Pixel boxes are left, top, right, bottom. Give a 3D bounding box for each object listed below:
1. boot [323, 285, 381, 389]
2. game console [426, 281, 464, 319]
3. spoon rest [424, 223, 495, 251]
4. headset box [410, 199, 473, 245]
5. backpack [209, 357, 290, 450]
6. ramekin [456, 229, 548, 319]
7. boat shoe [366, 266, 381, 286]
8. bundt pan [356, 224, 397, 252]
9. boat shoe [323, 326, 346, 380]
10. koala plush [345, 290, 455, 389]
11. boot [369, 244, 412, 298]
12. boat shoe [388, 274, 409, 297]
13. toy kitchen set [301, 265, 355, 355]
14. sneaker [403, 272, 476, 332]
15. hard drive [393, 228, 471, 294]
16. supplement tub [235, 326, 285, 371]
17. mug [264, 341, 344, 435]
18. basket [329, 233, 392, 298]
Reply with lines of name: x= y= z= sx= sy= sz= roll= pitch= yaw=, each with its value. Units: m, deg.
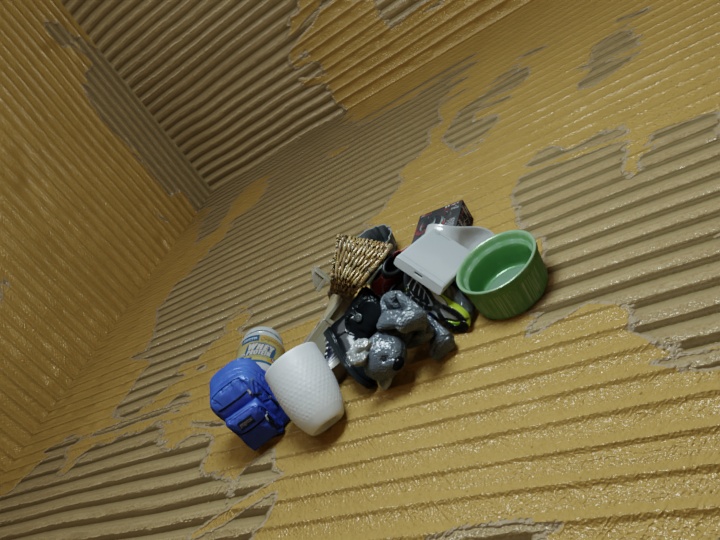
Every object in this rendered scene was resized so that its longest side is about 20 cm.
boot: x=0.016 y=0.156 z=1.499 sx=0.169 sy=0.076 sz=0.201 roll=-47 pitch=56 yaw=11
game console: x=0.146 y=0.080 z=1.594 sx=0.198 sy=0.119 sz=0.172 roll=-35 pitch=61 yaw=-5
spoon rest: x=0.255 y=-0.075 z=1.583 sx=0.195 sy=0.061 sz=0.102 roll=16 pitch=73 yaw=13
headset box: x=0.222 y=-0.088 z=1.729 sx=0.146 sy=0.076 sz=0.202 roll=-19 pitch=32 yaw=33
backpack: x=-0.280 y=0.332 z=1.580 sx=0.161 sy=0.201 sz=0.168 roll=-36 pitch=25 yaw=2
ramekin: x=0.322 y=0.013 z=1.402 sx=0.197 sy=0.098 sz=0.202 roll=-30 pitch=27 yaw=17
boat shoe: x=0.059 y=0.028 z=1.714 sx=0.076 sy=0.060 sz=0.200 roll=-54 pitch=7 yaw=12
bundt pan: x=0.032 y=-0.046 z=1.917 sx=0.199 sy=0.076 sz=0.204 roll=-32 pitch=26 yaw=17
boat shoe: x=-0.069 y=0.211 z=1.600 sx=0.092 sy=0.075 sz=0.200 roll=35 pitch=68 yaw=30
koala plush: x=0.074 y=0.164 z=1.412 sx=0.202 sy=0.177 sz=0.183 roll=-52 pitch=37 yaw=0
boot: x=0.111 y=-0.026 z=1.571 sx=0.200 sy=0.072 sz=0.145 roll=-42 pitch=-13 yaw=-33
boat shoe: x=0.148 y=0.019 z=1.518 sx=0.196 sy=0.066 sz=0.075 roll=-28 pitch=58 yaw=-2
toy kitchen set: x=-0.114 y=0.113 z=1.745 sx=0.182 sy=0.162 sz=0.200 roll=-52 pitch=12 yaw=5
sneaker: x=0.184 y=0.058 z=1.458 sx=0.081 sy=0.199 sz=0.075 roll=-39 pitch=-15 yaw=-43
hard drive: x=0.179 y=-0.026 z=1.478 sx=0.199 sy=0.130 sz=0.027 roll=-36 pitch=-25 yaw=-51
supplement tub: x=-0.283 y=0.267 z=1.754 sx=0.143 sy=0.146 sz=0.202 roll=-31 pitch=26 yaw=14
mug: x=-0.128 y=0.299 z=1.477 sx=0.145 sy=0.177 sz=0.201 roll=-21 pitch=-25 yaw=-36
basket: x=0.000 y=0.000 z=1.582 sx=0.200 sy=0.145 sz=0.147 roll=108 pitch=172 yaw=-84
